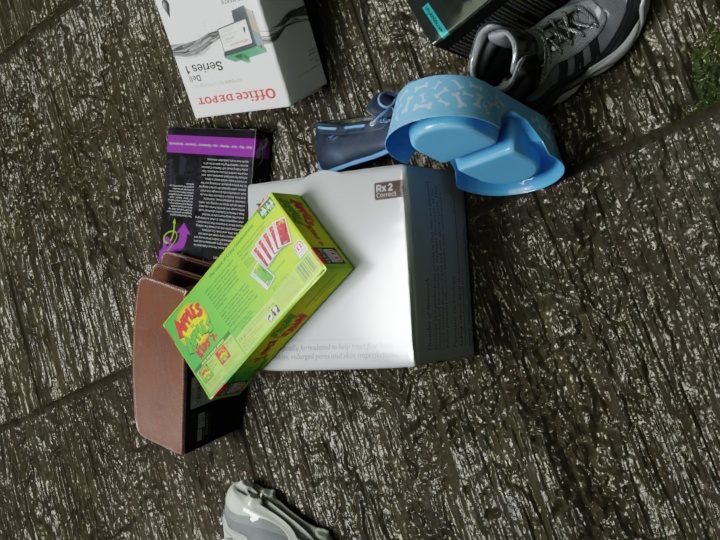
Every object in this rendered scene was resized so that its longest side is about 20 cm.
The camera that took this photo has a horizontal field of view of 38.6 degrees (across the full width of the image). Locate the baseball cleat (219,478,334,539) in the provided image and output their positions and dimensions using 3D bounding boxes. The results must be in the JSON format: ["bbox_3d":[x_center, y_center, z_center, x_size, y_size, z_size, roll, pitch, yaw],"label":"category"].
[{"bbox_3d":[-0.087,0.325,1.178,0.200,0.070,0.106,35,115,38],"label":"baseball cleat"}]

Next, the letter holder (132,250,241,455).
[{"bbox_3d":[-0.222,0.091,1.214,0.142,0.101,0.200,16,110,32],"label":"letter holder"}]

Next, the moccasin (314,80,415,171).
[{"bbox_3d":[0.026,-0.156,1.084,0.200,0.080,0.068,-15,94,31],"label":"moccasin"}]

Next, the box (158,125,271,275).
[{"bbox_3d":[-0.179,-0.072,1.247,0.143,0.036,0.200,8,93,33],"label":"box"}]

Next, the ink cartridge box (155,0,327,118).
[{"bbox_3d":[-0.139,-0.279,1.144,0.146,0.084,0.200,-1,116,34],"label":"ink cartridge box"}]

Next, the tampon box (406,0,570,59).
[{"bbox_3d":[0.140,-0.321,0.985,0.200,0.126,0.150,-35,72,27],"label":"tampon box"}]

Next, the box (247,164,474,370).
[{"bbox_3d":[0.000,0.000,1.074,0.199,0.131,0.200,-4,88,33],"label":"box"}]

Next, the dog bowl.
[{"bbox_3d":[0.109,-0.127,0.970,0.111,0.200,0.050,-17,66,42],"label":"dog bowl"}]

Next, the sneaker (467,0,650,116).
[{"bbox_3d":[0.179,-0.213,0.961,0.200,0.114,0.076,-43,64,20],"label":"sneaker"}]

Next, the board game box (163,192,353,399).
[{"bbox_3d":[-0.107,0.028,1.039,0.200,0.048,0.102,-48,65,25],"label":"board game box"}]
